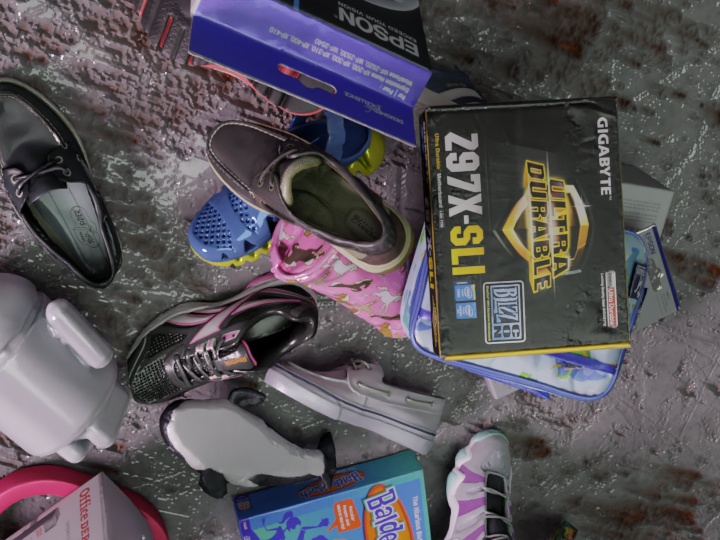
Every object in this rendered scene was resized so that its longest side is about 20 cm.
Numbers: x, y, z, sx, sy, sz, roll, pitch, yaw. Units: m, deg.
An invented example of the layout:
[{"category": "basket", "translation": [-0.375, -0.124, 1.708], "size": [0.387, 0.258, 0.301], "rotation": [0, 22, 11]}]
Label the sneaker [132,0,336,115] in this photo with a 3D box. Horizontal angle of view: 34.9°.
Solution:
[{"category": "sneaker", "translation": [-0.104, -0.196, 0.967], "size": [0.199, 0.087, 0.074], "rotation": [32, 107, -1]}]

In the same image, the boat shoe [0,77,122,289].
[{"category": "boat shoe", "translation": [-0.262, -0.067, 0.974], "size": [0.074, 0.066, 0.201], "rotation": [-22, 117, -5]}]

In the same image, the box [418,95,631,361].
[{"category": "box", "translation": [0.132, -0.034, 0.924], "size": [0.157, 0.049, 0.203], "rotation": [-3, 92, -3]}]

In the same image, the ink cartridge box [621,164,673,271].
[{"category": "ink cartridge box", "translation": [0.201, -0.005, 1.124], "size": [0.143, 0.084, 0.203], "rotation": [7, 110, -17]}]

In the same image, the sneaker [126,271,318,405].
[{"category": "sneaker", "translation": [-0.127, 0.067, 1.059], "size": [0.198, 0.086, 0.081], "rotation": [-31, 116, -1]}]

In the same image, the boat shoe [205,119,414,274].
[{"category": "boat shoe", "translation": [-0.045, -0.070, 0.915], "size": [0.200, 0.066, 0.072], "rotation": [34, 82, 18]}]

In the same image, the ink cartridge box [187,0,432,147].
[{"category": "ink cartridge box", "translation": [-0.038, -0.205, 0.908], "size": [0.196, 0.202, 0.044], "rotation": [19, 130, -23]}]

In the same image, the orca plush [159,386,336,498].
[{"category": "orca plush", "translation": [-0.117, 0.163, 1.123], "size": [0.198, 0.071, 0.107], "rotation": [5, 92, -35]}]

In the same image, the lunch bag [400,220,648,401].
[{"category": "lunch bag", "translation": [0.141, 0.021, 0.991], "size": [0.198, 0.082, 0.163], "rotation": [18, 93, -6]}]

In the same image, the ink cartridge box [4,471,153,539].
[{"category": "ink cartridge box", "translation": [-0.287, 0.298, 1.040], "size": [0.199, 0.146, 0.085], "rotation": [-33, 114, -3]}]

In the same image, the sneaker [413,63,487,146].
[{"category": "sneaker", "translation": [0.097, -0.134, 1.024], "size": [0.199, 0.085, 0.075], "rotation": [31, 136, -10]}]

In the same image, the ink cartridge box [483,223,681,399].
[{"category": "ink cartridge box", "translation": [0.194, 0.033, 1.070], "size": [0.198, 0.039, 0.100], "rotation": [-24, 114, -2]}]

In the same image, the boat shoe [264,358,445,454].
[{"category": "boat shoe", "translation": [-0.003, 0.118, 1.136], "size": [0.199, 0.073, 0.067], "rotation": [26, 85, -31]}]

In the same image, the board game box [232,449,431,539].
[{"category": "board game box", "translation": [-0.024, 0.286, 1.205], "size": [0.197, 0.045, 0.154], "rotation": [-14, 115, -11]}]

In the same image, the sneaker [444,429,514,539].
[{"category": "sneaker", "translation": [0.144, 0.273, 1.173], "size": [0.077, 0.139, 0.203], "rotation": [15, 88, -31]}]

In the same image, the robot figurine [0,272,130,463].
[{"category": "robot figurine", "translation": [-0.294, 0.082, 1.003], "size": [0.168, 0.114, 0.200], "rotation": [-28, 121, 25]}]

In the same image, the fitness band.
[{"category": "fitness band", "translation": [-0.285, 0.270, 1.131], "size": [0.198, 0.037, 0.145], "rotation": [26, 100, -25]}]

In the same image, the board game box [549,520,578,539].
[{"category": "board game box", "translation": [0.177, 0.345, 1.211], "size": [0.023, 0.200, 0.105], "rotation": [34, 111, 11]}]

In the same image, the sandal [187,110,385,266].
[{"category": "sandal", "translation": [-0.073, -0.085, 1.004], "size": [0.199, 0.080, 0.087], "rotation": [-40, 152, -5]}]

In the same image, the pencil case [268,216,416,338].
[{"category": "pencil case", "translation": [0.000, 0.000, 1.029], "size": [0.199, 0.086, 0.084], "rotation": [30, 79, -52]}]
